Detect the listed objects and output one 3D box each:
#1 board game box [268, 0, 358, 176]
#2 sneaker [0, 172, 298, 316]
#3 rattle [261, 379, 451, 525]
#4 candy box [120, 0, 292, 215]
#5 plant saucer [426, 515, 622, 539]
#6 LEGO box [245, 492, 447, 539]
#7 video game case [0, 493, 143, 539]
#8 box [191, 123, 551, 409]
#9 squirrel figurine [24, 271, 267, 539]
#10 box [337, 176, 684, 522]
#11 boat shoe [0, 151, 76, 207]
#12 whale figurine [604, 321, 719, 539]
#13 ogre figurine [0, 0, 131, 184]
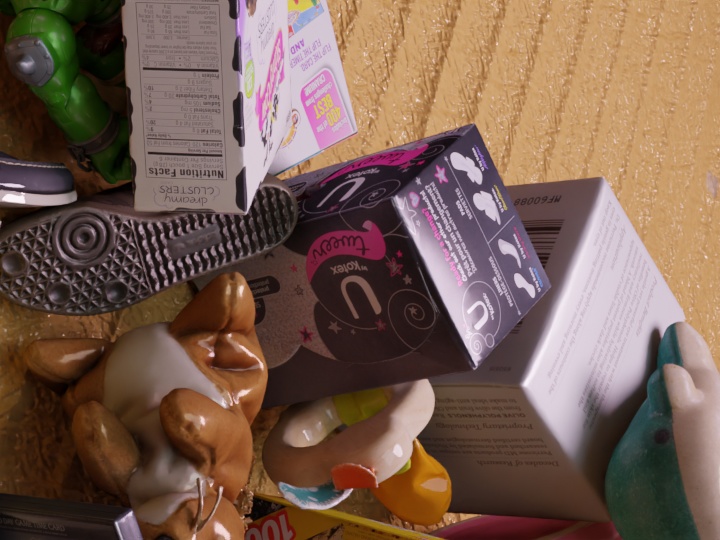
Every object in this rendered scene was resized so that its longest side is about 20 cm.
[{"bbox_3d":[-0.080,-0.167,1.224,0.153,0.040,0.201,-32,114,-50],"label":"board game box"},{"bbox_3d":[-0.141,-0.022,1.095,0.199,0.076,0.071,-11,109,-22],"label":"sneaker"},{"bbox_3d":[0.008,0.151,1.162,0.200,0.130,0.143,-121,-160,-72],"label":"rattle"},{"bbox_3d":[-0.090,-0.155,1.052,0.168,0.071,0.201,-74,165,-65],"label":"candy box"},{"bbox_3d":[0.114,0.219,1.336,0.200,0.200,0.051,-14,93,-53],"label":"plant saucer"},{"bbox_3d":[-0.010,0.237,1.146,0.077,0.200,0.149,20,81,-52],"label":"LEGO box"},{"bbox_3d":[-0.154,0.221,1.014,0.019,0.143,0.200,-37,117,-44],"label":"video game case"},{"bbox_3d":[0.000,0.000,1.178,0.115,0.200,0.132,-44,113,-46],"label":"box"},{"bbox_3d":[-0.104,0.137,1.064,0.200,0.141,0.187,80,-7,-57],"label":"squirrel figurine"},{"bbox_3d":[0.107,0.061,1.334,0.171,0.200,0.199,53,49,-36],"label":"box"},{"bbox_3d":[-0.237,-0.069,0.978,0.200,0.073,0.063,5,87,-49],"label":"boat shoe"},{"bbox_3d":[0.227,0.130,1.270,0.200,0.104,0.159,-86,153,-49],"label":"whale figurine"},{"bbox_3d":[-0.168,-0.167,1.060,0.120,0.098,0.201,35,71,-61],"label":"ogre figurine"}]
